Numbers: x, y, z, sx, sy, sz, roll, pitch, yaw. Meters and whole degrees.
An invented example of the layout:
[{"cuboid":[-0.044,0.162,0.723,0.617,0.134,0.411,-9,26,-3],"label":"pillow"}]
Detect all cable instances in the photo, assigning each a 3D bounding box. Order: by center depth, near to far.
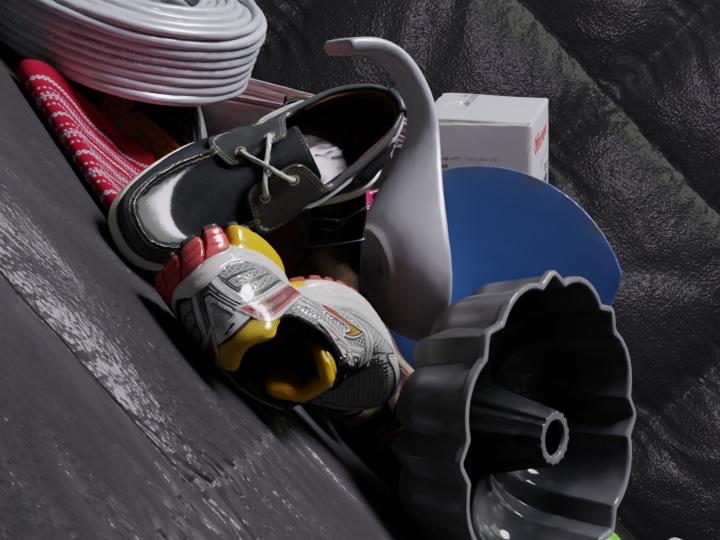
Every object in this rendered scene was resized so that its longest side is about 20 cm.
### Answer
[{"cuboid":[-0.167,-0.177,1.181,0.198,0.070,0.200,20,21,5],"label":"cable"}]

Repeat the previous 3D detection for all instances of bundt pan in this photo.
[{"cuboid":[0.089,0.099,1.039,0.075,0.203,0.202,4,-27,38],"label":"bundt pan"}]

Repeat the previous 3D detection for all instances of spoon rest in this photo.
[{"cuboid":[0.025,-0.053,1.089,0.099,0.060,0.202,10,-68,62],"label":"spoon rest"}]

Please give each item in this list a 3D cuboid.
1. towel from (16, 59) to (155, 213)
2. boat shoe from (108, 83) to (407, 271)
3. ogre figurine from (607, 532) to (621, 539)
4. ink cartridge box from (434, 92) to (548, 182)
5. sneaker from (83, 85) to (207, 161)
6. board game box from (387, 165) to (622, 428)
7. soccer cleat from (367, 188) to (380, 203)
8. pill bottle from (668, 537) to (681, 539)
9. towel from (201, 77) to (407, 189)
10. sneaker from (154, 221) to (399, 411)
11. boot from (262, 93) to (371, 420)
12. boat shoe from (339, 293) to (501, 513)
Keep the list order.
[{"cuboid":[-0.140,-0.048,1.074,0.145,0.022,0.200,43,6,-48],"label":"towel"},{"cuboid":[-0.057,-0.059,0.970,0.072,0.199,0.068,60,-36,8],"label":"boat shoe"},{"cuboid":[0.191,0.257,1.179,0.120,0.097,0.201,61,24,-46],"label":"ogre figurine"},{"cuboid":[0.092,-0.022,1.235,0.144,0.083,0.202,-50,140,-73],"label":"ink cartridge box"},{"cuboid":[-0.161,-0.126,1.301,0.200,0.076,0.092,52,1,39],"label":"sneaker"},{"cuboid":[0.088,0.029,1.147,0.157,0.202,0.039,20,13,13],"label":"board game box"},{"cuboid":[0.000,0.000,1.233,0.200,0.086,0.070,52,20,-69],"label":"soccer cleat"},{"cuboid":[0.279,0.321,1.338,0.200,0.112,0.112,49,4,10],"label":"pill bottle"},{"cuboid":[-0.032,-0.064,1.321,0.190,0.032,0.201,16,-32,17],"label":"towel"},{"cuboid":[-0.037,0.048,0.936,0.200,0.078,0.082,29,24,-54],"label":"sneaker"},{"cuboid":[-0.031,-0.012,1.060,0.097,0.074,0.201,112,-36,-62],"label":"boot"},{"cuboid":[0.012,0.092,1.111,0.201,0.072,0.072,55,28,7],"label":"boat shoe"}]
